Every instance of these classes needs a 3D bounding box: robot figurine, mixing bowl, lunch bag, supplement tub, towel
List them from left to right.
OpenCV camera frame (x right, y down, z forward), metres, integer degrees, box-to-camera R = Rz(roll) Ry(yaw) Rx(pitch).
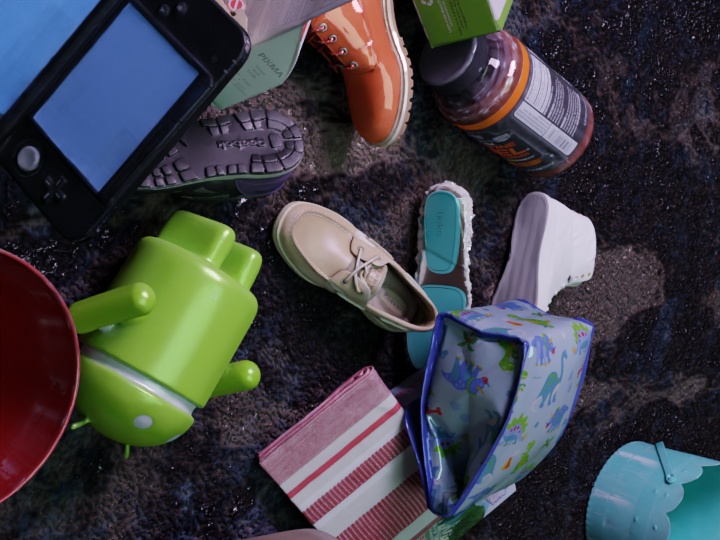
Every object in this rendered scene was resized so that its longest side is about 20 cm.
[{"bbox_3d":[-0.312,0.069,0.769,0.200,0.108,0.201,-11,107,-40],"label":"mixing bowl"},{"bbox_3d":[-0.162,0.054,0.897,0.200,0.115,0.175,-61,144,-12],"label":"robot figurine"},{"bbox_3d":[0.004,0.207,1.106,0.144,0.023,0.200,-38,118,-5],"label":"towel"},{"bbox_3d":[0.138,0.139,1.114,0.170,0.127,0.201,-7,110,-53],"label":"lunch bag"},{"bbox_3d":[0.147,-0.179,1.130,0.200,0.107,0.107,26,83,-42],"label":"supplement tub"}]

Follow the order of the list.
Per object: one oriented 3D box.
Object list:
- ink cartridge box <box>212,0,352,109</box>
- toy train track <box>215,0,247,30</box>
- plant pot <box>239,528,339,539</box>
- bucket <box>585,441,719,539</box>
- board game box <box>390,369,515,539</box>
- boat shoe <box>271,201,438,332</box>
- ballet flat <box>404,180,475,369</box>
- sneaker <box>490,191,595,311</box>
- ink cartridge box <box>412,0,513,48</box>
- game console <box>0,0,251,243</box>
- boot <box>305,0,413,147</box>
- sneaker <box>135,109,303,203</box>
[{"bbox_3d":[-0.036,-0.224,0.855,0.050,0.199,0.161,42,50,-37],"label":"ink cartridge box"},{"bbox_3d":[-0.129,-0.255,0.827,0.032,0.115,0.200,-27,79,-19],"label":"toy train track"},{"bbox_3d":[-0.084,0.324,1.008,0.173,0.199,0.201,-17,113,-57],"label":"plant pot"},{"bbox_3d":[0.409,0.333,1.478,0.207,0.135,0.208,-13,110,-40],"label":"bucket"},{"bbox_3d":[0.080,0.209,1.209,0.199,0.041,0.201,-31,120,-33],"label":"board game box"},{"bbox_3d":[0.000,0.000,1.061,0.200,0.065,0.072,40,75,-33],"label":"boat shoe"},{"bbox_3d":[0.091,0.006,1.156,0.072,0.072,0.201,-1,103,-42],"label":"ballet flat"},{"bbox_3d":[0.218,0.021,1.267,0.115,0.074,0.201,17,88,-40],"label":"sneaker"},{"bbox_3d":[0.080,-0.334,1.012,0.200,0.075,0.148,62,33,-32],"label":"ink cartridge box"},{"bbox_3d":[-0.210,-0.150,0.762,0.200,0.176,0.116,-47,160,9],"label":"game console"},{"bbox_3d":[-0.015,-0.206,1.002,0.107,0.075,0.201,-18,104,-35],"label":"boot"},{"bbox_3d":[-0.151,-0.081,0.902,0.199,0.088,0.076,0,66,-19],"label":"sneaker"}]
